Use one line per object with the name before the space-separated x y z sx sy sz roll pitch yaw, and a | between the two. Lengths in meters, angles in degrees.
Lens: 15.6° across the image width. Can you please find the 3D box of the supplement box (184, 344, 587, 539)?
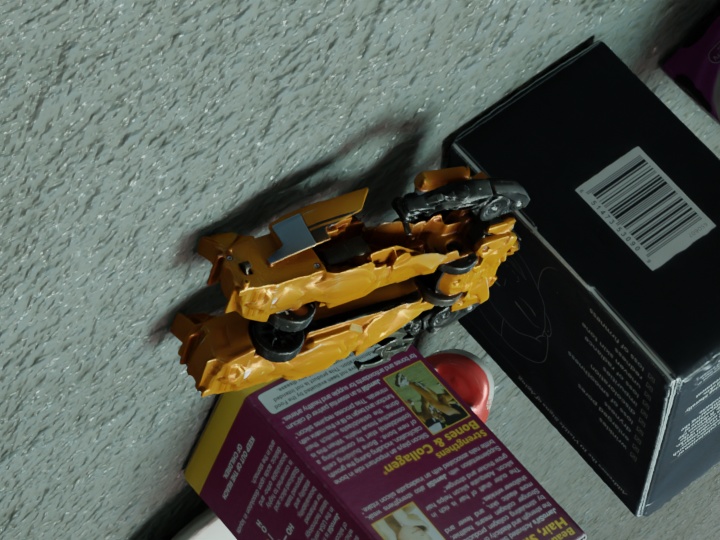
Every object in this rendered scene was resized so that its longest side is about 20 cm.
supplement box | 0.013 0.141 1.570 0.131 0.200 0.103 -23 151 -39

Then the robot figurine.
robot figurine | 0.000 0.000 1.436 0.200 0.058 0.145 -18 150 -31

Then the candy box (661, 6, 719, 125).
candy box | 0.284 -0.139 1.704 0.136 0.061 0.200 -47 159 9

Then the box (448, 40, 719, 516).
box | 0.154 0.009 1.562 0.124 0.200 0.197 -34 158 -19

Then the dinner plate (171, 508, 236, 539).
dinner plate | -0.092 0.189 1.705 0.200 0.024 0.200 -35 159 -16

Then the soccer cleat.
soccer cleat | 0.043 0.109 1.760 0.085 0.069 0.200 -35 163 -43
